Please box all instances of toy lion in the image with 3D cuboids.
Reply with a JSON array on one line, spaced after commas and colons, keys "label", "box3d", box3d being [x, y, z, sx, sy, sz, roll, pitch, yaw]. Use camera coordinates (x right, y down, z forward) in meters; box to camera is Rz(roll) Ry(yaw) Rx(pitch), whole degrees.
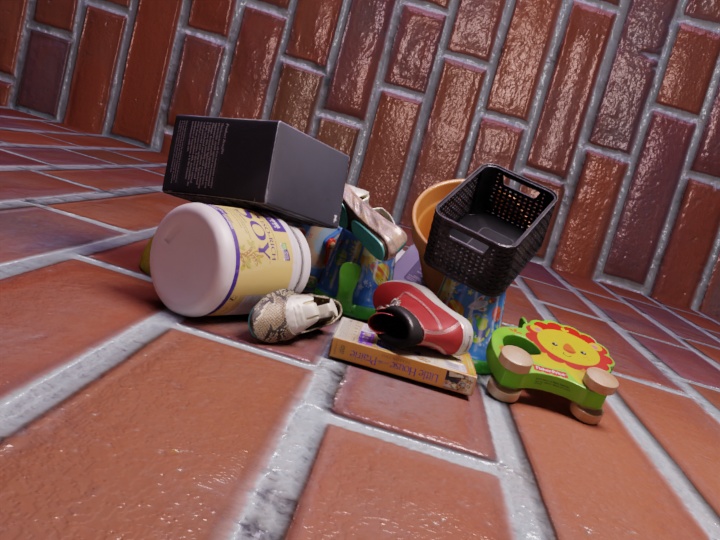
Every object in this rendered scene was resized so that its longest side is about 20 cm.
[{"label": "toy lion", "box3d": [0.274, 0.126, 1.140, 0.196, 0.070, 0.193, 14, 26, -6]}]

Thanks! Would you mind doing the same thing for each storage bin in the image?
[{"label": "storage bin", "box3d": [0.199, -0.065, 1.200, 0.134, 0.095, 0.200, 28, 42, 20]}]

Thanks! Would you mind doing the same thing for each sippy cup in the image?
[{"label": "sippy cup", "box3d": [0.163, 0.073, 1.219, 0.176, 0.133, 0.139, 7, 12, -44]}, {"label": "sippy cup", "box3d": [0.000, 0.000, 1.325, 0.137, 0.133, 0.178, 11, 11, -26]}]

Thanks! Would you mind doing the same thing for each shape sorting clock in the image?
[{"label": "shape sorting clock", "box3d": [-0.057, -0.051, 1.366, 0.039, 0.203, 0.198, 35, 19, 36]}]

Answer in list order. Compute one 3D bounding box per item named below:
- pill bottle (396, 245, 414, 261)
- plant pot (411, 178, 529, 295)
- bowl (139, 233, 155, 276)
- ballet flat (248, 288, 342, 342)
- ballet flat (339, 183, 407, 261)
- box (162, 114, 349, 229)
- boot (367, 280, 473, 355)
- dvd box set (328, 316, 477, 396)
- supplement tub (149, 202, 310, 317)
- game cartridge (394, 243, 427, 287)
[{"label": "pill bottle", "box3d": [0.129, 0.019, 1.523, 0.197, 0.122, 0.119, 19, 9, 16]}, {"label": "plant pot", "box3d": [0.180, -0.037, 1.354, 0.196, 0.142, 0.202, 1, 46, -1]}, {"label": "bowl", "box3d": [-0.242, -0.038, 1.252, 0.196, 0.110, 0.200, 15, 9, -3]}, {"label": "ballet flat", "box3d": [-0.076, 0.056, 1.070, 0.074, 0.069, 0.199, -9, -2, 21]}, {"label": "ballet flat", "box3d": [0.000, -0.089, 1.253, 0.067, 0.069, 0.200, -30, 61, -26]}, {"label": "box", "box3d": [-0.151, -0.146, 1.187, 0.195, 0.126, 0.199, 10, -2, 30]}, {"label": "boot", "box3d": [0.045, 0.057, 1.109, 0.142, 0.074, 0.199, 9, 12, -36]}, {"label": "dvd box set", "box3d": [0.059, 0.115, 1.091, 0.196, 0.030, 0.146, 16, 8, 1]}, {"label": "supplement tub", "box3d": [-0.173, -0.013, 1.088, 0.144, 0.148, 0.199, 21, 11, 30]}, {"label": "game cartridge", "box3d": [0.143, 0.039, 1.410, 0.198, 0.133, 0.042, 31, -26, 23]}]
